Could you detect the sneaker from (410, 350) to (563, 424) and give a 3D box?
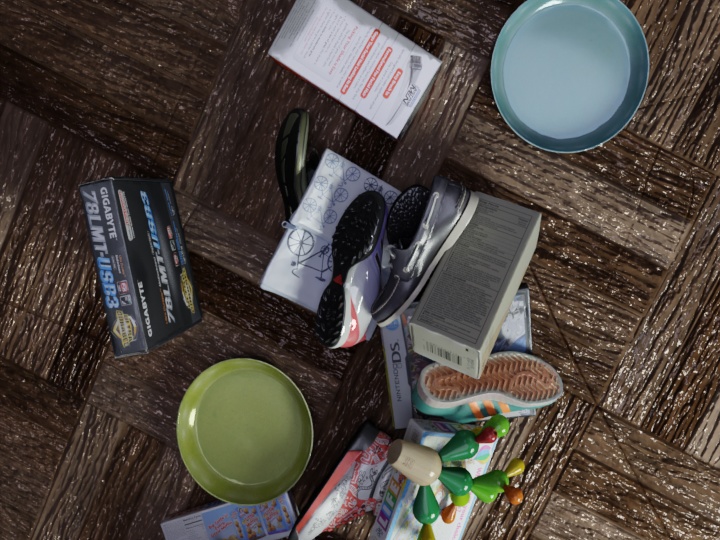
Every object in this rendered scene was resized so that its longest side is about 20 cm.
[{"bbox_3d":[0.157,0.153,0.874,0.194,0.080,0.073,2,58,-13],"label":"sneaker"}]

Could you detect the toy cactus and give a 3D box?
[{"bbox_3d":[0.104,0.258,0.831,0.163,0.103,0.202,29,105,-22],"label":"toy cactus"}]

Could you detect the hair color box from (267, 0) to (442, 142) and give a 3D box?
[{"bbox_3d":[-0.006,-0.266,0.876,0.198,0.064,0.112,34,97,2],"label":"hair color box"}]

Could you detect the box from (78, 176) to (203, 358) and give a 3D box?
[{"bbox_3d":[-0.268,-0.013,0.861,0.048,0.199,0.206,-11,95,5],"label":"box"}]

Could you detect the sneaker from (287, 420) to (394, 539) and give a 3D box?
[{"bbox_3d":[-0.008,0.319,0.933,0.107,0.067,0.203,36,89,1],"label":"sneaker"}]

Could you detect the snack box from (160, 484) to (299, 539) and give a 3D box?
[{"bbox_3d":[-0.185,0.365,0.984,0.195,0.024,0.074,-19,94,7],"label":"snack box"}]

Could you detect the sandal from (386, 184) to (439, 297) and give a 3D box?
[{"bbox_3d":[0.078,-0.021,0.888,0.073,0.045,0.204,-15,123,3],"label":"sandal"}]

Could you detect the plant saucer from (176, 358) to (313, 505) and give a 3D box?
[{"bbox_3d":[-0.159,0.222,0.957,0.194,0.031,0.206,0,93,7],"label":"plant saucer"}]

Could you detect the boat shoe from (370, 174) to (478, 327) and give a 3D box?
[{"bbox_3d":[0.061,-0.024,0.821,0.062,0.073,0.202,31,110,-11],"label":"boat shoe"}]

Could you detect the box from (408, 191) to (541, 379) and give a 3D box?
[{"bbox_3d":[0.141,0.014,0.829,0.093,0.078,0.202,21,64,21],"label":"box"}]

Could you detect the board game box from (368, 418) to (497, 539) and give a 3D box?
[{"bbox_3d":[0.093,0.301,0.908,0.132,0.034,0.205,13,100,-32],"label":"board game box"}]

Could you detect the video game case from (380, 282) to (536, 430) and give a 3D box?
[{"bbox_3d":[0.129,0.117,0.906,0.194,0.026,0.185,-7,108,5],"label":"video game case"}]

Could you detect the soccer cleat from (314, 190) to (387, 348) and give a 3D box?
[{"bbox_3d":[0.000,0.000,0.865,0.068,0.072,0.205,25,105,41],"label":"soccer cleat"}]

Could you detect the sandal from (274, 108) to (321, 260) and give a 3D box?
[{"bbox_3d":[-0.071,-0.110,0.901,0.056,0.079,0.206,-15,112,-24],"label":"sandal"}]

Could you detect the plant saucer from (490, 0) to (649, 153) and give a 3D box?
[{"bbox_3d":[0.262,-0.253,0.870,0.194,0.027,0.206,1,97,5],"label":"plant saucer"}]

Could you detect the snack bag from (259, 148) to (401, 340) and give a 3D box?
[{"bbox_3d":[-0.016,-0.026,0.889,0.186,0.021,0.203,27,99,-24],"label":"snack bag"}]
